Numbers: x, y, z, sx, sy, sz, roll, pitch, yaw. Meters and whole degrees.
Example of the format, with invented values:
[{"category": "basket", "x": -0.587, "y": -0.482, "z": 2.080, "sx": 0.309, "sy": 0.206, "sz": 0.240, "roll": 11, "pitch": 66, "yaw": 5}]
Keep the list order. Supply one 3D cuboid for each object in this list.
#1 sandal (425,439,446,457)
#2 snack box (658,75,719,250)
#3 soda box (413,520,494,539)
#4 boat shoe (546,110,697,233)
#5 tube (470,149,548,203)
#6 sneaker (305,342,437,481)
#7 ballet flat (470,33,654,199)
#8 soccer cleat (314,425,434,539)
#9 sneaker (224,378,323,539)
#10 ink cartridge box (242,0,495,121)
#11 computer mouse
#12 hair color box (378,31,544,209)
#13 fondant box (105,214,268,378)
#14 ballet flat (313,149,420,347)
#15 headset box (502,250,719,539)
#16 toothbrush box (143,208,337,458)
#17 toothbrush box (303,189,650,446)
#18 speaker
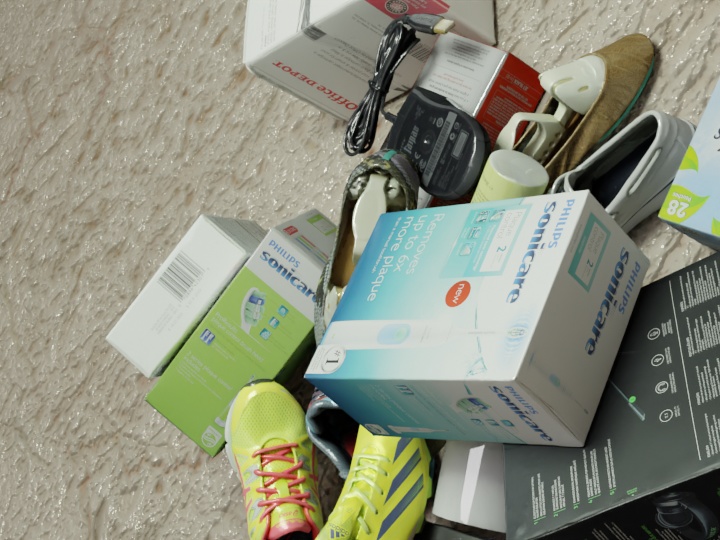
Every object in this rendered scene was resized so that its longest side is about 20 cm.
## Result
[{"category": "sandal", "x": 0.057, "y": 0.059, "z": 1.144, "sx": 0.077, "sy": 0.070, "sz": 0.213, "roll": 9, "pitch": 91, "yaw": 14}, {"category": "snack box", "x": 0.319, "y": -0.097, "z": 0.963, "sx": 0.168, "sy": 0.067, "sz": 0.201, "roll": 23, "pitch": 90, "yaw": 51}, {"category": "soda box", "x": 0.097, "y": 0.235, "z": 1.044, "sx": 0.199, "sy": 0.063, "sz": 0.071, "roll": 7, "pitch": 76, "yaw": 50}, {"category": "boat shoe", "x": 0.176, "y": -0.053, "z": 1.103, "sx": 0.200, "sy": 0.065, "sz": 0.074, "roll": -47, "pitch": 42, "yaw": 25}, {"category": "tube", "x": 0.095, "y": -0.002, "z": 1.154, "sx": 0.052, "sy": 0.058, "sz": 0.201, "roll": 29, "pitch": 126, "yaw": 12}, {"category": "sneaker", "x": -0.006, "y": 0.114, "z": 1.203, "sx": 0.079, "sy": 0.095, "sz": 0.200, "roll": -51, "pitch": 40, "yaw": 16}, {"category": "ballet flat", "x": 0.158, "y": -0.119, "z": 1.156, "sx": 0.200, "sy": 0.072, "sz": 0.068, "roll": -52, "pitch": 36, "yaw": 16}, {"category": "soccer cleat", "x": 0.004, "y": 0.186, "z": 1.056, "sx": 0.065, "sy": 0.083, "sz": 0.201, "roll": -9, "pitch": 66, "yaw": 46}, {"category": "sneaker", "x": -0.063, "y": 0.190, "z": 1.188, "sx": 0.090, "sy": 0.078, "sz": 0.201, "roll": -175, "pitch": 74, "yaw": -79}, {"category": "ink cartridge box", "x": 0.006, "y": -0.234, "z": 1.334, "sx": 0.199, "sy": 0.145, "sz": 0.085, "roll": -25, "pitch": 54, "yaw": 39}, {"category": "computer mouse", "x": 0.067, "y": -0.140, "z": 1.195, "sx": 0.200, "sy": 0.046, "sz": 0.141, "roll": 31, "pitch": 104, "yaw": 54}, {"category": "hair color box", "x": 0.073, "y": -0.103, "z": 1.256, "sx": 0.101, "sy": 0.061, "sz": 0.201, "roll": 33, "pitch": 95, "yaw": 51}, {"category": "fondant box", "x": -0.147, "y": 0.023, "z": 1.335, "sx": 0.058, "sy": 0.200, "sz": 0.145, "roll": 39, "pitch": 96, "yaw": 8}, {"category": "ballet flat", "x": 0.000, "y": 0.000, "z": 1.146, "sx": 0.072, "sy": 0.072, "sz": 0.202, "roll": 19, "pitch": 99, "yaw": 52}, {"category": "headset box", "x": 0.187, "y": 0.108, "z": 0.930, "sx": 0.199, "sy": 0.093, "sz": 0.175, "roll": -28, "pitch": 36, "yaw": 25}, {"category": "toothbrush box", "x": -0.086, "y": 0.053, "z": 1.280, "sx": 0.200, "sy": 0.086, "sz": 0.146, "roll": -51, "pitch": -4, "yaw": 16}, {"category": "toothbrush box", "x": 0.078, "y": 0.035, "z": 0.970, "sx": 0.199, "sy": 0.085, "sz": 0.147, "roll": -2, "pitch": 54, "yaw": 47}, {"category": "speaker", "x": 0.111, "y": 0.096, "z": 1.070, "sx": 0.081, "sy": 0.081, "sz": 0.201, "roll": 6, "pitch": 82, "yaw": 50}]
